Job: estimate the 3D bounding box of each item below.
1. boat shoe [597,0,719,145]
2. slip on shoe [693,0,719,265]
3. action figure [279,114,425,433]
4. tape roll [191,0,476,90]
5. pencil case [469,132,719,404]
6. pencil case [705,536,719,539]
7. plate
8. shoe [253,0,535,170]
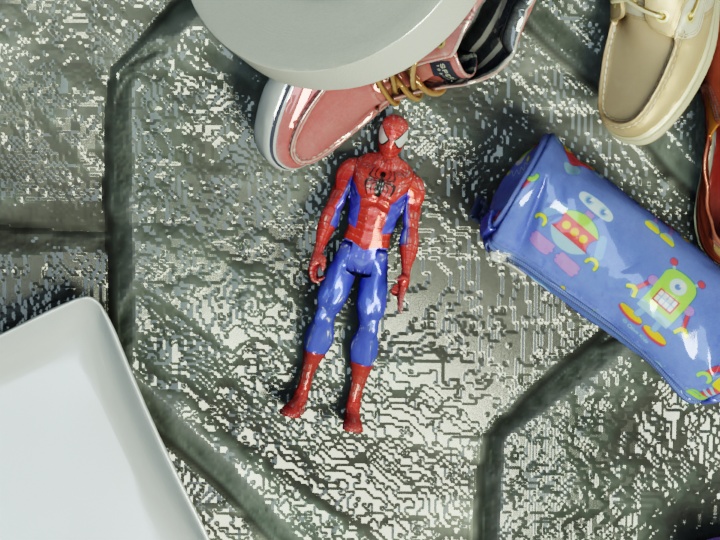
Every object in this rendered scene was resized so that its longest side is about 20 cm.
[{"bbox_3d":[0.180,-0.177,1.255,0.074,0.069,0.200,18,90,42],"label":"boat shoe"},{"bbox_3d":[0.240,-0.099,1.276,0.074,0.061,0.200,5,95,4],"label":"slip on shoe"},{"bbox_3d":[0.000,0.000,1.305,0.065,0.052,0.200,13,94,4],"label":"action figure"},{"bbox_3d":[-0.013,-0.208,1.242,0.203,0.037,0.203,-7,72,23],"label":"tape roll"},{"bbox_3d":[0.162,0.003,1.281,0.200,0.078,0.087,37,79,-2],"label":"pencil case"},{"bbox_3d":[0.254,0.261,1.305,0.085,0.084,0.200,-10,99,-32],"label":"pencil case"},{"bbox_3d":[-0.216,0.141,1.335,0.200,0.032,0.200,-24,94,5],"label":"plate"},{"bbox_3d":[0.023,-0.129,1.259,0.200,0.071,0.091,-51,53,3],"label":"shoe"}]
